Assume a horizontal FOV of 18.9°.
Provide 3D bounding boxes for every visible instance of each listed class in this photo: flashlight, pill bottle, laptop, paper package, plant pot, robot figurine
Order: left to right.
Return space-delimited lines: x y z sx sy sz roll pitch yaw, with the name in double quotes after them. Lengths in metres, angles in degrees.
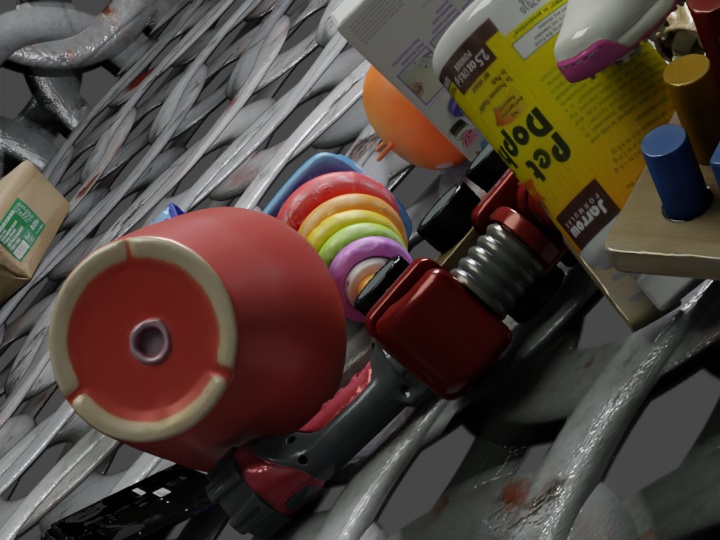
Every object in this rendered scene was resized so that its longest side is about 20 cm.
-0.525 -0.031 3.072 0.190 0.103 0.200 -38 18 32 "paper package"
-0.188 0.246 1.698 0.199 0.104 0.177 -25 10 -18 "laptop"
-0.124 0.050 1.551 0.200 0.201 0.177 -44 -12 10 "plant pot"
-0.019 0.101 1.499 0.200 0.068 0.068 -45 13 12 "flashlight"
0.082 -0.166 1.785 0.200 0.117 0.144 -45 51 6 "robot figurine"
0.139 -0.078 1.243 0.109 0.200 0.109 -38 -9 -7 "pill bottle"

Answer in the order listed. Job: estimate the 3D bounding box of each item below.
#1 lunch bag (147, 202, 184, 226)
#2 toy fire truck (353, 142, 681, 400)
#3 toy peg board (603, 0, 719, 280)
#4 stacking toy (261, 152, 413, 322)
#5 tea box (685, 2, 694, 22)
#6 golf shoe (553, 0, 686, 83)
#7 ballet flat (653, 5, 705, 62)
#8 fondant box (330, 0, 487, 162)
-0.190 0.055 2.059 0.150 0.094 0.200 -43 29 12 "lunch bag"
0.102 0.007 1.353 0.176 0.129 0.200 -48 6 -4 "toy fire truck"
0.236 -0.097 1.101 0.199 0.098 0.200 4 48 37 "toy peg board"
0.000 0.000 1.660 0.110 0.116 0.200 -48 27 7 "stacking toy"
0.298 -0.259 1.292 0.199 0.134 0.196 -33 13 -27 "tea box"
0.142 -0.185 1.179 0.075 0.092 0.200 -23 27 49 "golf shoe"
0.248 -0.153 1.444 0.200 0.070 0.066 -133 59 -77 "ballet flat"
0.097 -0.166 1.585 0.144 0.200 0.058 -45 14 6 "fondant box"
